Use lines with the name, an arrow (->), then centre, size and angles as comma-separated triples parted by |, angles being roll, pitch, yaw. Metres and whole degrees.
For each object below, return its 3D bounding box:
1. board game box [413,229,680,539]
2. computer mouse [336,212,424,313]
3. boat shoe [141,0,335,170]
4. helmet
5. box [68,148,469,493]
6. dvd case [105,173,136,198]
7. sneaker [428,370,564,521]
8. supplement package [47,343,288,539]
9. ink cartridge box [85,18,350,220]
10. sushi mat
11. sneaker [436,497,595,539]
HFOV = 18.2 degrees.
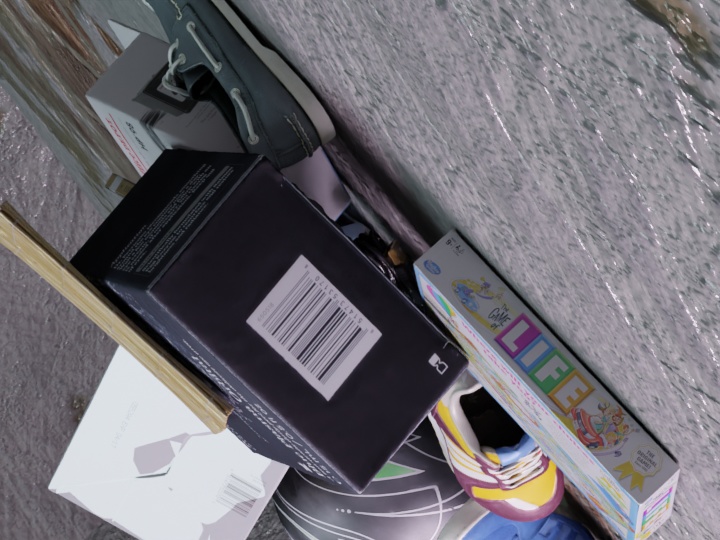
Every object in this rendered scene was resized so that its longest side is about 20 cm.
board game box -> 0.114, 0.075, 1.388 | 0.200, 0.034, 0.135 | 47, 172, 16
computer mouse -> 0.000, 0.000, 1.641 | 0.110, 0.044, 0.200 | 52, 172, -26
boat shoe -> -0.100, -0.138, 1.464 | 0.200, 0.062, 0.073 | 46, 171, 24
helmet -> 0.027, 0.164, 1.819 | 0.191, 0.199, 0.200 | 65, -177, 36
box -> -0.066, 0.029, 1.463 | 0.197, 0.118, 0.200 | 45, 167, -19
dvd case -> -0.092, -0.014, 1.689 | 0.148, 0.016, 0.200 | 31, 177, -34
sneaker -> 0.097, 0.122, 1.568 | 0.200, 0.075, 0.090 | 54, 176, -37
supplement package -> -0.120, 0.107, 1.703 | 0.155, 0.111, 0.201 | 29, 129, -2
ink cartridge box -> -0.113, -0.093, 1.590 | 0.199, 0.067, 0.116 | 27, 159, 39
sushi mat -> -0.160, 0.034, 1.456 | 0.200, 0.012, 0.096 | 42, 165, -1
sneaker -> 0.141, 0.227, 1.699 | 0.111, 0.077, 0.200 | 47, -169, 28
